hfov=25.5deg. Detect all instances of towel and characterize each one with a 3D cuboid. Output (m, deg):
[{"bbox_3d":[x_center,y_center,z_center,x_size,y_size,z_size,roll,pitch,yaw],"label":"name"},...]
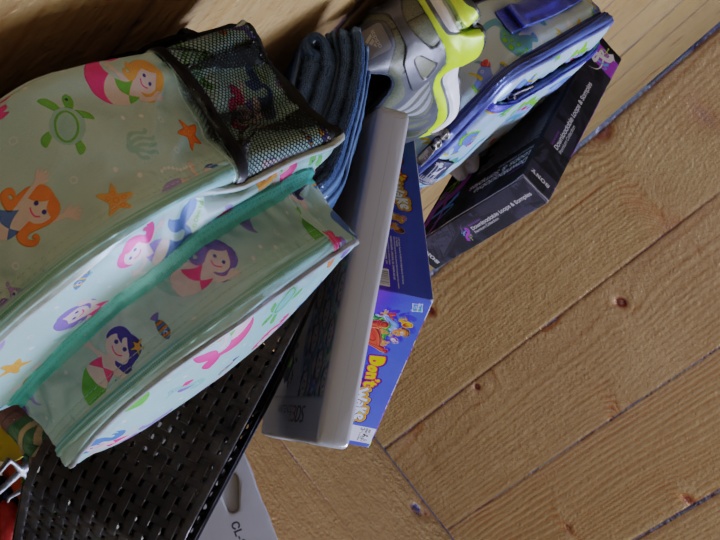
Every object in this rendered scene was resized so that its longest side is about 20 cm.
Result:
[{"bbox_3d":[-0.038,-0.061,0.952,0.200,0.048,0.112,134,-30,-71],"label":"towel"}]

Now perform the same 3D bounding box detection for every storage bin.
[{"bbox_3d":[-0.112,0.087,0.924,0.135,0.094,0.200,114,2,-52],"label":"storage bin"}]

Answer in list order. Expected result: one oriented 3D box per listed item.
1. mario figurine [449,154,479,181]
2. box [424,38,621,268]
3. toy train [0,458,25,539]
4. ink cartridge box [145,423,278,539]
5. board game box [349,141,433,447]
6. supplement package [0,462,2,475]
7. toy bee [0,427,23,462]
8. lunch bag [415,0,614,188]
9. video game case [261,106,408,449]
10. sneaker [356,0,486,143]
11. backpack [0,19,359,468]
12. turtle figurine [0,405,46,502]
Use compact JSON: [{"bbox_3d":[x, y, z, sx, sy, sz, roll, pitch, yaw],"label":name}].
[{"bbox_3d":[0.029,-0.064,1.332,0.200,0.106,0.124,-41,157,-37],"label":"mario figurine"},{"bbox_3d":[0.131,-0.099,1.324,0.143,0.036,0.200,-32,-162,46],"label":"box"},{"bbox_3d":[-0.252,0.130,1.225,0.085,0.116,0.200,1,-170,-25],"label":"toy train"},{"bbox_3d":[-0.133,0.156,1.184,0.083,0.146,0.200,-21,-179,-12],"label":"ink cartridge box"},{"bbox_3d":[0.000,0.000,1.082,0.200,0.045,0.135,-94,-160,-50],"label":"board game box"},{"bbox_3d":[-0.246,0.167,1.478,0.109,0.114,0.200,-33,175,-36],"label":"supplement package"},{"bbox_3d":[-0.288,0.155,1.084,0.131,0.109,0.200,-39,176,21],"label":"toy bee"},{"bbox_3d":[0.099,-0.152,1.223,0.161,0.082,0.200,-45,173,38],"label":"lunch bag"},{"bbox_3d":[-0.019,0.009,0.998,0.182,0.024,0.200,163,-61,-76],"label":"video game case"},{"bbox_3d":[0.018,-0.126,1.001,0.081,0.074,0.200,-27,167,-11],"label":"sneaker"},{"bbox_3d":[-0.112,-0.010,0.667,0.178,0.151,0.200,-39,170,30],"label":"backpack"},{"bbox_3d":[-0.208,0.073,0.971,0.200,0.101,0.150,-53,-169,-4],"label":"turtle figurine"}]
